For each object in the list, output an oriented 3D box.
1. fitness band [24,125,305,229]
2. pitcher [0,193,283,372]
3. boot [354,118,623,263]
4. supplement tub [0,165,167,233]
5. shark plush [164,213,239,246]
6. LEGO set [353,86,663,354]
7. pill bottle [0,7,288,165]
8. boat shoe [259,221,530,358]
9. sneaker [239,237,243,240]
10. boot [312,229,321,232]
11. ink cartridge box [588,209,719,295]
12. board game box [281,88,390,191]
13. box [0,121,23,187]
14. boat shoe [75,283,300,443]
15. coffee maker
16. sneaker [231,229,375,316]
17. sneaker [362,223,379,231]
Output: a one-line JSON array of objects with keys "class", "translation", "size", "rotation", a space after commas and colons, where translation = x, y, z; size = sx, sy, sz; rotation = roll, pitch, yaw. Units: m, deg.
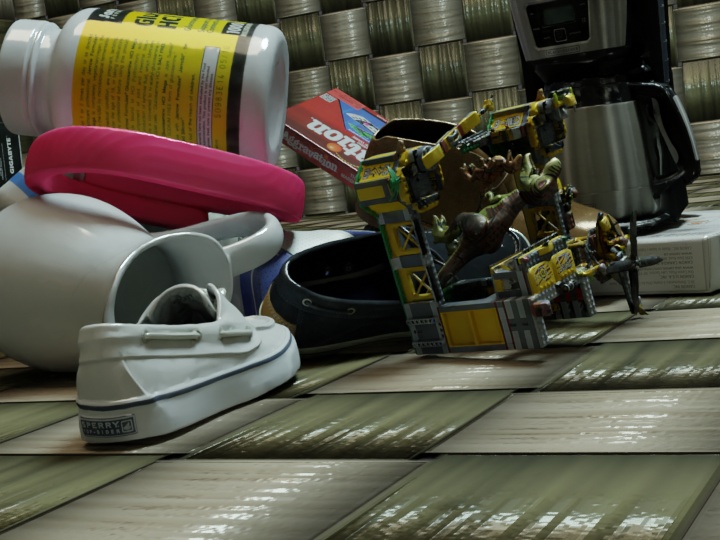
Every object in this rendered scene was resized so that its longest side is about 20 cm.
[{"class": "fitness band", "translation": [-0.136, -0.062, 0.886], "size": [0.198, 0.038, 0.143], "rotation": [10, -12, -25]}, {"class": "pitcher", "translation": [-0.164, 0.001, 0.854], "size": [0.199, 0.122, 0.171], "rotation": [6, 28, 43]}, {"class": "boot", "translation": [0.095, -0.053, 0.894], "size": [0.198, 0.076, 0.074], "rotation": [14, 36, 6]}, {"class": "supplement tub", "translation": [-0.187, -0.076, 1.035], "size": [0.200, 0.132, 0.132], "rotation": [-43, 16, -14]}, {"class": "shark plush", "translation": [-0.146, -0.015, 1.002], "size": [0.083, 0.091, 0.201], "rotation": [-36, 20, 49]}, {"class": "LEGO set", "translation": [0.104, -0.032, 0.753], "size": [0.115, 0.155, 0.199], "rotation": [-7, 5, 45]}, {"class": "pill bottle", "translation": [-0.158, -0.133, 0.925], "size": [0.198, 0.114, 0.112], "rotation": [6, 6, 4]}, {"class": "boat shoe", "translation": [0.030, 0.003, 0.815], "size": [0.198, 0.063, 0.075], "rotation": [-13, 50, -23]}, {"class": "sneaker", "translation": [-0.155, -0.057, 1.223], "size": [0.086, 0.081, 0.200], "rotation": [-30, 53, -31]}, {"class": "boot", "translation": [-0.125, 0.015, 1.073], "size": [0.198, 0.067, 0.175], "rotation": [-8, -3, -2]}, {"class": "ink cartridge box", "translation": [0.220, -0.014, 0.994], "size": [0.199, 0.045, 0.175], "rotation": [-2, 7, 40]}, {"class": "board game box", "translation": [0.028, -0.084, 1.027], "size": [0.199, 0.020, 0.103], "rotation": [34, 35, 18]}, {"class": "box", "translation": [-0.378, -0.036, 1.162], "size": [0.049, 0.202, 0.159], "rotation": [-2, 7, 31]}, {"class": "boat shoe", "translation": [-0.087, 0.039, 0.677], "size": [0.073, 0.066, 0.200], "rotation": [-6, 5, 16]}, {"class": "coffee maker", "translation": [0.188, -0.136, 1.005], "size": [0.133, 0.202, 0.192], "rotation": [-6, 6, 6]}, {"class": "sneaker", "translation": [0.000, 0.000, 0.925], "size": [0.114, 0.081, 0.199], "rotation": [-6, 3, 37]}, {"class": "sneaker", "translation": [0.087, -0.030, 1.078], "size": [0.198, 0.071, 0.098], "rotation": [-9, -21, -12]}]
